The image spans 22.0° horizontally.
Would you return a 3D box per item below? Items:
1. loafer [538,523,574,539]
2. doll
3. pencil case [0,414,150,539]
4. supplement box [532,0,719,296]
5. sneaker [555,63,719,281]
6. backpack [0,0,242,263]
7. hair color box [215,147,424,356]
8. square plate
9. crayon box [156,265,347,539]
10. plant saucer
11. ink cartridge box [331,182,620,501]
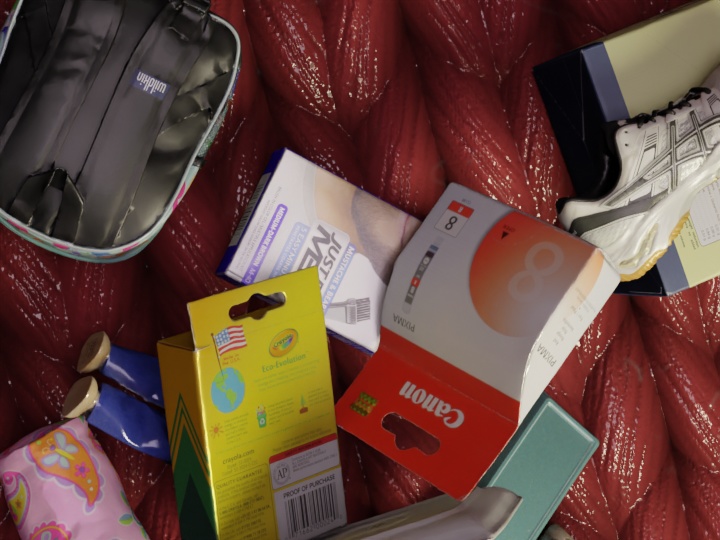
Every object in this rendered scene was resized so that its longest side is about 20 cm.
[{"bbox_3d":[0.225,0.266,1.479,0.198,0.072,0.063,24,79,-8],"label":"loafer"},{"bbox_3d":[-0.123,0.114,1.400,0.199,0.048,0.138,30,51,-23],"label":"doll"},{"bbox_3d":[-0.196,0.209,1.374,0.087,0.087,0.201,-29,88,-10],"label":"pencil case"},{"bbox_3d":[0.273,-0.108,1.455,0.198,0.134,0.202,-21,95,-10],"label":"supplement box"},{"bbox_3d":[0.220,-0.092,1.339,0.087,0.076,0.201,38,84,-9],"label":"sneaker"},{"bbox_3d":[-0.195,-0.109,1.352,0.176,0.151,0.202,23,78,-8],"label":"backpack"},{"bbox_3d":[0.000,0.000,1.437,0.199,0.065,0.110,27,84,-12],"label":"hair color box"},{"bbox_3d":[0.013,0.197,1.335,0.196,0.200,0.029,-18,87,11],"label":"square plate"},{"bbox_3d":[-0.078,0.105,1.351,0.126,0.051,0.203,-15,106,-40],"label":"crayon box"},{"bbox_3d":[0.116,0.191,1.460,0.070,0.019,0.201,41,68,-9],"label":"plant saucer"},{"bbox_3d":[0.070,0.045,1.341,0.201,0.162,0.050,-52,134,-11],"label":"ink cartridge box"}]
